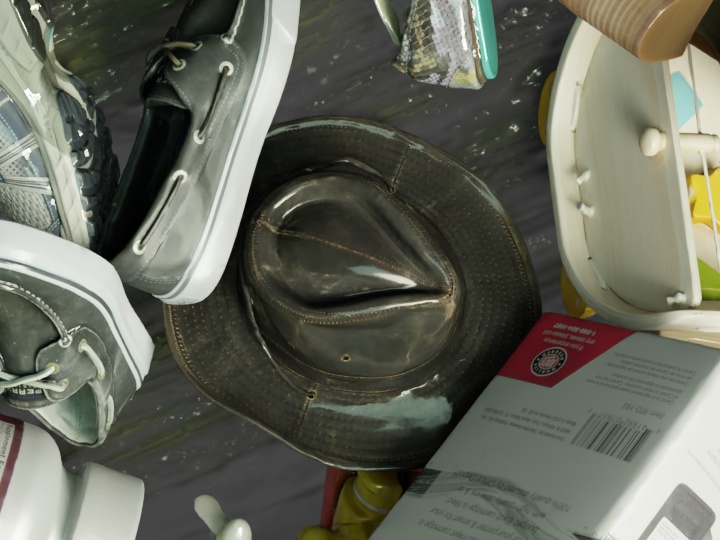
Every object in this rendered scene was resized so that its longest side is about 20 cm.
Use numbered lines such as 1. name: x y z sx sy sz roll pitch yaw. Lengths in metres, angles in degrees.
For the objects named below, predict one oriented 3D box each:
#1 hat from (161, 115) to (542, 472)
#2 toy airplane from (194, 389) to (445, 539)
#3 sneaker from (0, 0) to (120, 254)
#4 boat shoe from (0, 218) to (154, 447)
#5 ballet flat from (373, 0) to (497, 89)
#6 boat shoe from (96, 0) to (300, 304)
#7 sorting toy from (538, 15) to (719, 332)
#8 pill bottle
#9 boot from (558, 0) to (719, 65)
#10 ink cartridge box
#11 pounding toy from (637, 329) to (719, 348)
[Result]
1. hat: 0.000 0.000 1.323 0.200 0.081 0.201 2 72 -7
2. toy airplane: 0.005 0.167 1.387 0.200 0.141 0.199 -35 112 -2
3. sneaker: -0.181 -0.076 1.316 0.086 0.078 0.200 -14 112 13
4. boat shoe: -0.151 0.035 1.289 0.072 0.200 0.071 7 70 21
5. ballet flat: 0.031 -0.189 1.331 0.072 0.072 0.200 -7 107 -12
6. boat shoe: -0.081 -0.084 1.304 0.057 0.069 0.200 17 83 -37
7. sorting toy: 0.198 -0.043 1.382 0.180 0.107 0.200 6 67 -27
8. pill bottle: -0.217 0.117 1.321 0.200 0.110 0.110 19 101 -10
9. boot: 0.138 -0.166 1.302 0.200 0.155 0.077 -13 141 -47
10. ink cartridge box: 0.097 0.127 1.269 0.200 0.145 0.083 -51 122 -17
11. pounding toy: 0.228 0.144 1.426 0.200 0.142 0.184 8 65 -16
